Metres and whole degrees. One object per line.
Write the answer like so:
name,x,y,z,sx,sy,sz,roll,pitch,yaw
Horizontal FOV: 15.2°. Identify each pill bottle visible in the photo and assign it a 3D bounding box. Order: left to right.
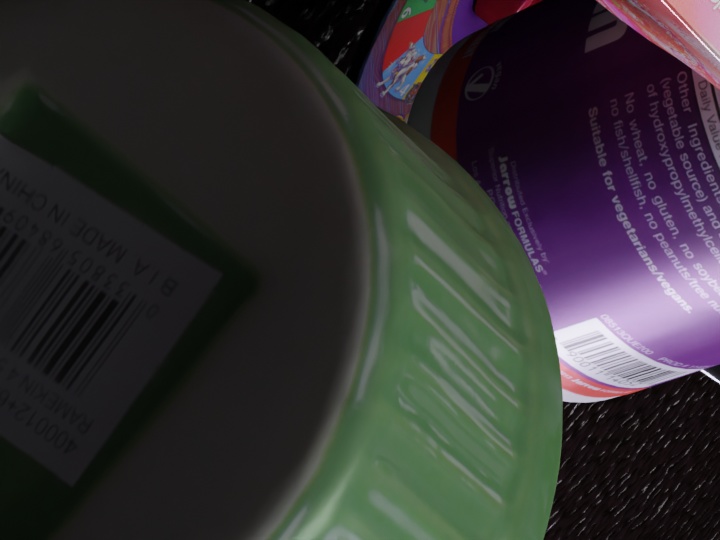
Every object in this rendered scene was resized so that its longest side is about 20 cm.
pill bottle,0.113,-0.040,0.713,0.200,0.113,0.112,-22,-179,42

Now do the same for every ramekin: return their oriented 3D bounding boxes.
ramekin,-0.061,0.027,0.633,0.200,0.200,0.098,-47,150,-3

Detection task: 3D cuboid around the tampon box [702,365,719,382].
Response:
tampon box,0.190,-0.023,0.942,0.126,0.150,0.200,-54,-165,18

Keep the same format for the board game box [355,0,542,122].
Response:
board game box,0.077,-0.083,0.907,0.200,0.039,0.158,-6,133,-59

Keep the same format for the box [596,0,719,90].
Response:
box,0.050,-0.131,0.585,0.095,0.103,0.200,-48,128,3
